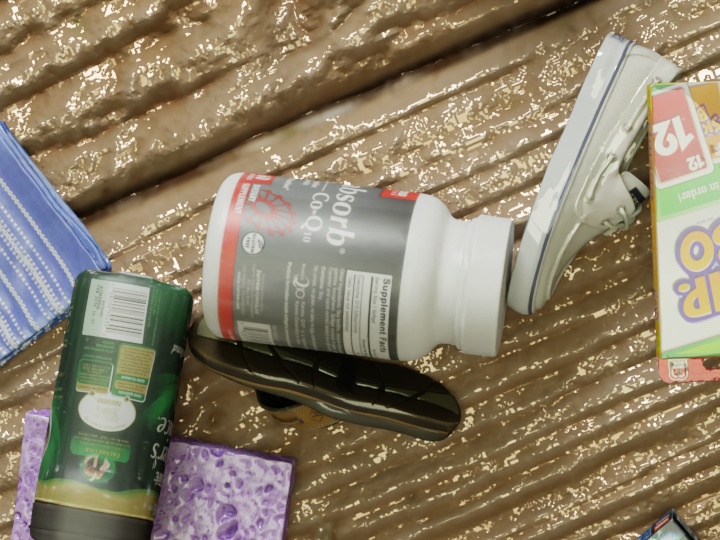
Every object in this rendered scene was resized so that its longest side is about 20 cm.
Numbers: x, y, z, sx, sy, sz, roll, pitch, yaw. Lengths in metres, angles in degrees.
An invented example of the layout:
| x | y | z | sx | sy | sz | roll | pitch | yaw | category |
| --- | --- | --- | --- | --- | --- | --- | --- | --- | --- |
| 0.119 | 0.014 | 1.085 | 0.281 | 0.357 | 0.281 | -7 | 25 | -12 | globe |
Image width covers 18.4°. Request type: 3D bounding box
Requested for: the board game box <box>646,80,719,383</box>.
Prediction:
| x | y | z | sx | sy | sz | roll | pitch | yaw | category |
| --- | --- | --- | --- | --- | --- | --- | --- | --- | --- |
| 0.241 | -0.025 | 1.472 | 0.095 | 0.030 | 0.201 | -3 | 95 | 1 | board game box |

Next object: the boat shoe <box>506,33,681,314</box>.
| x | y | z | sx | sy | sz | roll | pitch | yaw | category |
| --- | --- | --- | --- | --- | --- | --- | --- | --- | --- |
| 0.162 | -0.057 | 1.509 | 0.070 | 0.071 | 0.200 | 23 | 92 | 8 | boat shoe |

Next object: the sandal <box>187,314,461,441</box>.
| x | y | z | sx | sy | sz | roll | pitch | yaw | category |
| --- | --- | --- | --- | --- | --- | --- | --- | --- | --- |
| -0.029 | 0.084 | 1.556 | 0.200 | 0.082 | 0.055 | 18 | 120 | -1 | sandal |

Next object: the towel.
| x | y | z | sx | sy | sz | roll | pitch | yaw | category |
| --- | --- | --- | --- | --- | --- | --- | --- | --- | --- |
| -0.292 | 0.005 | 1.603 | 0.200 | 0.024 | 0.145 | -38 | 88 | 10 | towel |

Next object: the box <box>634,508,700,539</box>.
| x | y | z | sx | sy | sz | roll | pitch | yaw | category |
| --- | --- | --- | --- | --- | --- | --- | --- | --- | --- |
| 0.230 | 0.286 | 1.544 | 0.137 | 0.040 | 0.200 | -42 | 89 | 11 | box |

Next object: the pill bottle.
| x | y | z | sx | sy | sz | roll | pitch | yaw | category |
| --- | --- | --- | --- | --- | --- | --- | --- | --- | --- |
| 0.000 | 0.000 | 1.513 | 0.199 | 0.116 | 0.116 | 7 | 96 | 7 | pill bottle |

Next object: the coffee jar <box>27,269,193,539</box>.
| x | y | z | sx | sy | sz | roll | pitch | yaw | category |
| --- | --- | --- | --- | --- | --- | --- | --- | --- | --- |
| -0.172 | 0.104 | 1.527 | 0.085 | 0.104 | 0.201 | 11 | 83 | -4 | coffee jar |

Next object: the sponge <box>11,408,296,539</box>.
| x | y | z | sx | sy | sz | roll | pitch | yaw | category |
| --- | --- | --- | --- | --- | --- | --- | --- | --- | --- |
| -0.151 | 0.172 | 1.594 | 0.199 | 0.030 | 0.112 | 10 | 96 | 7 | sponge |
